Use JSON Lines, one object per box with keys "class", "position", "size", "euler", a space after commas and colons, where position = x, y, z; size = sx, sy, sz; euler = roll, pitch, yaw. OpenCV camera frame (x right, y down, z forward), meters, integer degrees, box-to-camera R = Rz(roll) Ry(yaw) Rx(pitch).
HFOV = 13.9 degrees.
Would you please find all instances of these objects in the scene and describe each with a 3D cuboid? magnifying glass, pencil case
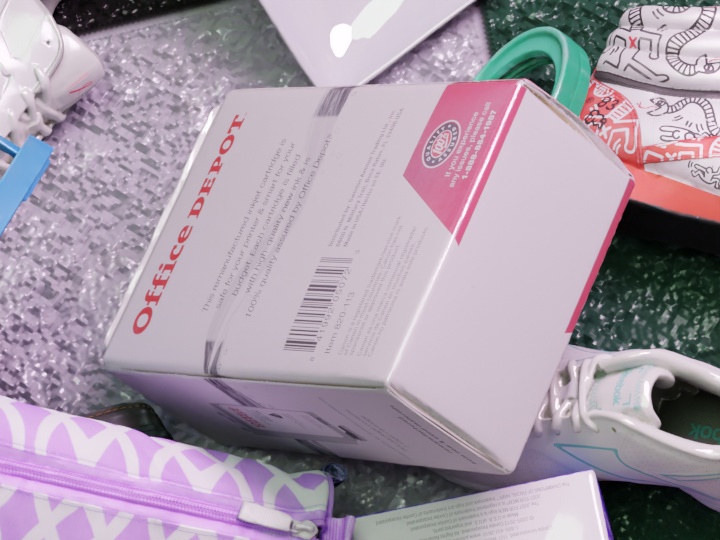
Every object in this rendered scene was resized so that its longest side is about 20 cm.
{"class": "magnifying glass", "position": [0.040, -0.022, 1.323], "size": [0.080, 0.022, 0.201], "euler": [13, 71, 60]}
{"class": "pencil case", "position": [-0.104, 0.104, 1.231], "size": [0.199, 0.085, 0.084], "euler": [12, 75, -15]}

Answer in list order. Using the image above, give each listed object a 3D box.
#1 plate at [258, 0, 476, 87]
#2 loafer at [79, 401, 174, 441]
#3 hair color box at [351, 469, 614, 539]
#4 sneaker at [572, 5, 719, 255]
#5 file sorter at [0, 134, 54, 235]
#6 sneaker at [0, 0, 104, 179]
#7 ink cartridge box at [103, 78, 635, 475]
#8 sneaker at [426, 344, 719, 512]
{"class": "plate", "position": [0.008, -0.214, 1.386], "size": [0.199, 0.032, 0.200], "euler": [-36, 96, -6]}
{"class": "loafer", "position": [-0.181, 0.094, 1.312], "size": [0.199, 0.073, 0.073], "euler": [-20, 60, 2]}
{"class": "hair color box", "position": [0.066, 0.194, 1.220], "size": [0.109, 0.065, 0.201], "euler": [-12, 63, 6]}
{"class": "sneaker", "position": [0.189, -0.054, 1.299], "size": [0.201, 0.067, 0.108], "euler": [18, 74, 21]}
{"class": "file sorter", "position": [-0.240, 0.020, 1.227], "size": [0.122, 0.139, 0.200], "euler": [31, 47, -6]}
{"class": "sneaker", "position": [-0.172, -0.081, 1.383], "size": [0.099, 0.078, 0.201], "euler": [1, 68, 9]}
{"class": "ink cartridge box", "position": [0.000, 0.000, 1.257], "size": [0.200, 0.083, 0.147], "euler": [2, 62, 50]}
{"class": "sneaker", "position": [0.104, 0.058, 1.261], "size": [0.199, 0.080, 0.071], "euler": [4, 69, 18]}
